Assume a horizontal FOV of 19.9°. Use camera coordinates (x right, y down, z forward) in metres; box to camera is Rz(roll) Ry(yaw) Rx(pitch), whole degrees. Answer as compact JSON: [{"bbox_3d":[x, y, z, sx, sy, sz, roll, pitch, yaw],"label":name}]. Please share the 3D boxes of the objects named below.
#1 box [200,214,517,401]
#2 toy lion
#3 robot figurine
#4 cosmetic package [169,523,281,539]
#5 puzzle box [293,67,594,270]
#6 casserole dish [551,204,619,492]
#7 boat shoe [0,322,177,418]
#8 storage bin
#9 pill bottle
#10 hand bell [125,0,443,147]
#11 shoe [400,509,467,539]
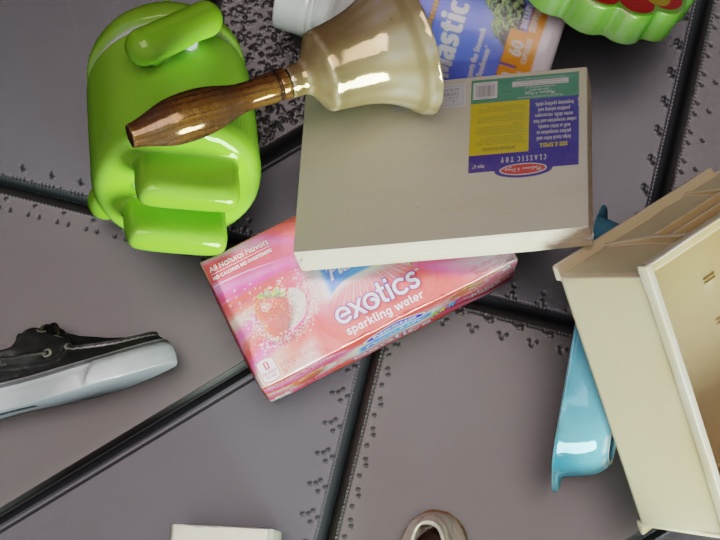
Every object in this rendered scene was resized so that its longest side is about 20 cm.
[{"bbox_3d":[0.000,0.000,1.436,0.199,0.095,0.103,-26,81,-3],"label":"box"},{"bbox_3d":[0.151,-0.245,1.431,0.200,0.069,0.192,34,46,6],"label":"toy lion"},{"bbox_3d":[-0.130,-0.102,1.414,0.115,0.176,0.201,3,47,-14],"label":"robot figurine"},{"bbox_3d":[-0.097,0.274,1.397,0.073,0.104,0.201,2,81,2],"label":"cosmetic package"},{"bbox_3d":[0.057,-0.068,1.373,0.199,0.025,0.134,-4,56,13],"label":"puzzle box"},{"bbox_3d":[0.166,0.056,1.410,0.039,0.121,0.201,10,82,11],"label":"casserole dish"},{"bbox_3d":[-0.230,0.068,1.446,0.199,0.069,0.057,-14,82,1],"label":"boat shoe"},{"bbox_3d":[0.249,0.048,1.360,0.198,0.094,0.201,-30,107,-34],"label":"storage bin"},{"bbox_3d":[0.043,-0.183,1.452,0.199,0.112,0.113,17,83,3],"label":"pill bottle"},{"bbox_3d":[-0.057,-0.117,1.330,0.199,0.104,0.105,-22,82,-16],"label":"hand bell"},{"bbox_3d":[0.041,0.266,1.420,0.070,0.053,0.201,3,82,2],"label":"shoe"}]
